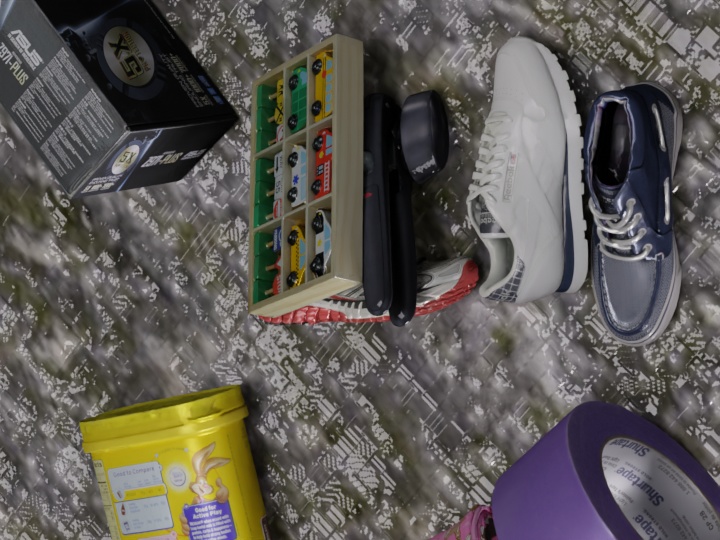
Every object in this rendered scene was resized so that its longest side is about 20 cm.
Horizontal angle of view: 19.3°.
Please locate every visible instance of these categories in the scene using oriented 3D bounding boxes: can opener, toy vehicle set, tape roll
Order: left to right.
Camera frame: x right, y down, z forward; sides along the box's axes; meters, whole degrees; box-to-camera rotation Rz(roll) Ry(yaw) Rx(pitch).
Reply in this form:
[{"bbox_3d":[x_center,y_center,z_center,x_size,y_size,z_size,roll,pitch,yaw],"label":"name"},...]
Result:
[{"bbox_3d":[-0.044,-0.073,1.670,0.124,0.026,0.201,-24,61,51],"label":"toy vehicle set"},{"bbox_3d":[0.021,-0.052,1.642,0.079,0.063,0.201,-26,48,45],"label":"can opener"},{"bbox_3d":[0.196,0.198,1.541,0.085,0.200,0.200,-46,75,27],"label":"tape roll"}]

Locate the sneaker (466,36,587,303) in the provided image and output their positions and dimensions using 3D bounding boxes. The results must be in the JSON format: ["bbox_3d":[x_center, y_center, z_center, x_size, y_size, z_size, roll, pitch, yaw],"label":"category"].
[{"bbox_3d":[0.120,-0.076,1.602,0.076,0.080,0.201,176,86,-71],"label":"sneaker"}]

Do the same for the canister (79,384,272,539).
[{"bbox_3d":[-0.148,0.210,1.800,0.148,0.086,0.201,-12,92,30],"label":"canister"}]

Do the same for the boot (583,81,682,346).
[{"bbox_3d":[0.193,-0.038,1.573,0.072,0.090,0.201,4,99,28],"label":"boot"}]

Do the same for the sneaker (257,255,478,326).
[{"bbox_3d":[0.000,0.000,1.693,0.199,0.078,0.083,-2,94,29],"label":"sneaker"}]

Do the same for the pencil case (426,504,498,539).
[{"bbox_3d":[0.040,0.260,1.701,0.200,0.086,0.083,-31,79,29],"label":"pencil case"}]

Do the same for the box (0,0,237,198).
[{"bbox_3d":[-0.223,-0.168,1.745,0.086,0.164,0.200,-44,75,27],"label":"box"}]
